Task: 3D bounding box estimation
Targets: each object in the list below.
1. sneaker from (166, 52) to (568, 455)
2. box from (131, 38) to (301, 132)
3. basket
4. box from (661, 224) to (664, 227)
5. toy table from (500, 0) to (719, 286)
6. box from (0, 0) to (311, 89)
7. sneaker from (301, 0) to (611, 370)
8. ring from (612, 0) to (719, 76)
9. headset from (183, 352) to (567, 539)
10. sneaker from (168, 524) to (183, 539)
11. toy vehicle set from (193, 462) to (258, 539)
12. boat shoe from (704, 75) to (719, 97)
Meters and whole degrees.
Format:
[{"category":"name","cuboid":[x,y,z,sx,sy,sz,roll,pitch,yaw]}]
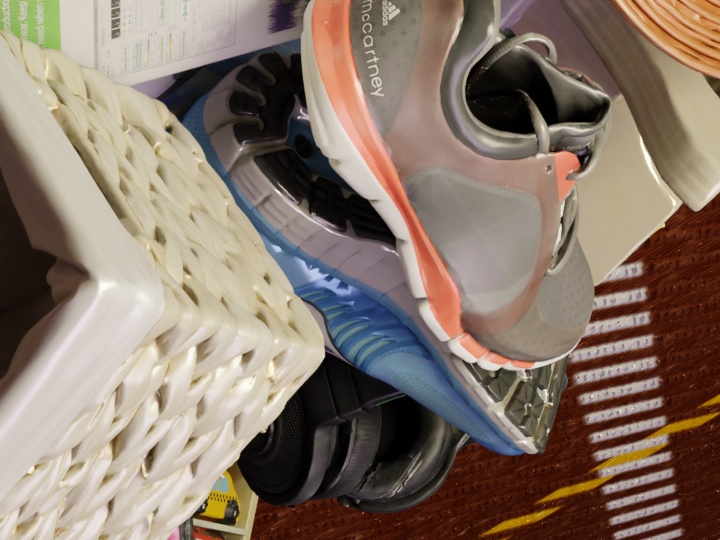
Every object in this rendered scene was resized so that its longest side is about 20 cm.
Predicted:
[{"category":"sneaker","cuboid":[0.000,0.000,1.004,0.090,0.079,0.200,-22,125,42]},{"category":"box","cuboid":[-0.067,-0.077,0.974,0.199,0.042,0.119,-36,158,5]},{"category":"basket","cuboid":[-0.124,0.037,0.841,0.200,0.136,0.123,-48,146,20]},{"category":"box","cuboid":[0.049,0.016,1.285,0.200,0.050,0.075,-40,159,2]},{"category":"toy table","cuboid":[0.110,-0.096,1.000,0.200,0.117,0.184,-46,180,38]},{"category":"box","cuboid":[-0.049,-0.124,0.843,0.199,0.036,0.145,-18,145,-19]},{"category":"sneaker","cuboid":[0.052,-0.029,0.914,0.081,0.078,0.200,-13,148,21]},{"category":"ring","cuboid":[0.143,-0.161,0.887,0.199,0.202,0.019,-18,-161,-29]},{"category":"headset","cuboid":[-0.006,0.078,1.117,0.199,0.095,0.123,-23,162,27]},{"category":"sneaker","cuboid":[-0.096,0.070,1.104,0.095,0.078,0.202,-10,111,-79]},{"category":"toy vehicle set","cuboid":[-0.100,0.094,1.209,0.026,0.125,0.200,8,173,24]},{"category":"boat shoe","cuboid":[0.114,-0.054,1.134,0.200,0.065,0.072,-49,149,-28]}]
